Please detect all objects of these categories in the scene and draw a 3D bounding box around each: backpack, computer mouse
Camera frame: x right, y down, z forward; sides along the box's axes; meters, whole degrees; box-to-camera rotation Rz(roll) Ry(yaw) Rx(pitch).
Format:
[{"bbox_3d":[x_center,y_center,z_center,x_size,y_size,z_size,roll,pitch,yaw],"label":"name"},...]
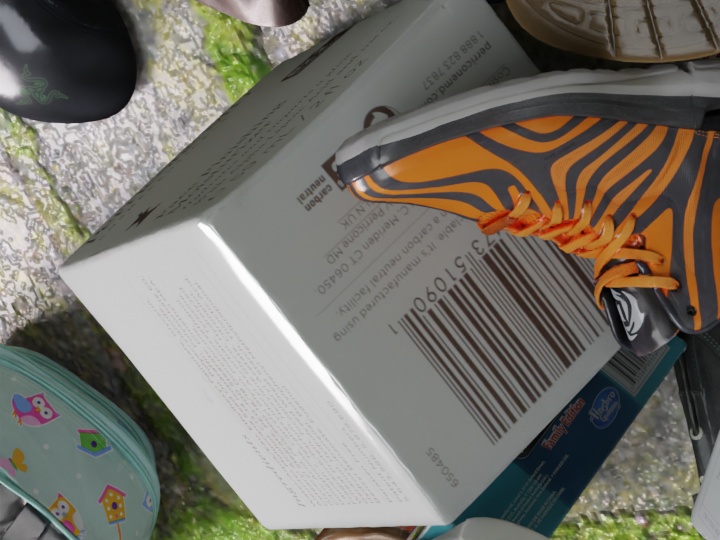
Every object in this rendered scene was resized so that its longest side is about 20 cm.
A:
[{"bbox_3d":[-0.199,0.132,1.343,0.175,0.154,0.200,37,143,1],"label":"backpack"},{"bbox_3d":[-0.202,-0.141,1.221,0.200,0.053,0.139,40,133,1],"label":"computer mouse"}]

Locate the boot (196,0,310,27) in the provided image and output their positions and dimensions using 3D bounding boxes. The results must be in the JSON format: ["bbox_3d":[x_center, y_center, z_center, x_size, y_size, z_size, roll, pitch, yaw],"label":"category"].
[{"bbox_3d":[-0.116,-0.199,1.114,0.199,0.072,0.167,22,142,33],"label":"boot"}]

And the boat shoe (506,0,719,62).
[{"bbox_3d":[0.153,-0.131,0.944,0.198,0.065,0.073,-12,106,21],"label":"boat shoe"}]

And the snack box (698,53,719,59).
[{"bbox_3d":[0.182,-0.155,0.984,0.071,0.024,0.201,18,129,20],"label":"snack box"}]

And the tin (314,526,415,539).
[{"bbox_3d":[0.014,0.210,1.345,0.111,0.042,0.201,22,131,12],"label":"tin"}]

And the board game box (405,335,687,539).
[{"bbox_3d":[0.061,0.114,1.137,0.047,0.151,0.200,38,147,4],"label":"board game box"}]

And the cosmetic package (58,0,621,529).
[{"bbox_3d":[0.000,0.000,1.069,0.165,0.165,0.200,51,157,-11],"label":"cosmetic package"}]

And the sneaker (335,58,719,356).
[{"bbox_3d":[0.089,-0.020,0.960,0.077,0.198,0.113,-16,83,64],"label":"sneaker"}]

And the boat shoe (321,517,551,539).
[{"bbox_3d":[0.026,0.153,1.020,0.199,0.064,0.071,-15,118,53],"label":"boat shoe"}]

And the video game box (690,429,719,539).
[{"bbox_3d":[0.206,0.059,0.900,0.046,0.182,0.201,4,116,-21],"label":"video game box"}]

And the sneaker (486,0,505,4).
[{"bbox_3d":[0.082,-0.174,1.011,0.200,0.076,0.081,-40,73,47],"label":"sneaker"}]

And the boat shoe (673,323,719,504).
[{"bbox_3d":[0.185,0.101,1.143,0.056,0.069,0.202,10,121,36],"label":"boat shoe"}]
